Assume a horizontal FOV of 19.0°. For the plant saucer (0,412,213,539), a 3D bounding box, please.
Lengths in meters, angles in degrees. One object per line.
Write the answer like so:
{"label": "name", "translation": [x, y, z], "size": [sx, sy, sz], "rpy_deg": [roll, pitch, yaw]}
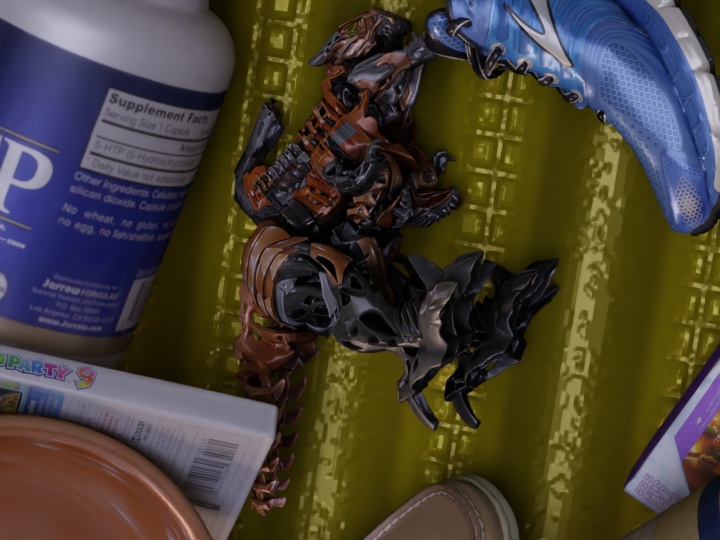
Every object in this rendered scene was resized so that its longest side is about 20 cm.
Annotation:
{"label": "plant saucer", "translation": [-0.147, 0.151, 0.833], "size": [0.199, 0.037, 0.202], "rpy_deg": [-4, 100, -23]}

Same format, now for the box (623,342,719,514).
{"label": "box", "translation": [0.225, 0.088, 0.858], "size": [0.199, 0.039, 0.137], "rpy_deg": [36, 105, 5]}

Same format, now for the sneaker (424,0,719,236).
{"label": "sneaker", "translation": [0.074, -0.094, 0.839], "size": [0.089, 0.079, 0.201], "rpy_deg": [-34, 82, 2]}

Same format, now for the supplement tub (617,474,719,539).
{"label": "supplement tub", "translation": [0.116, 0.174, 0.810], "size": [0.200, 0.144, 0.145], "rpy_deg": [-36, 90, 24]}

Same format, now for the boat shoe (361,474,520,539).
{"label": "boat shoe", "translation": [-0.010, 0.167, 0.895], "size": [0.074, 0.066, 0.201], "rpy_deg": [45, 107, 36]}

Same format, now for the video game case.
{"label": "video game case", "translation": [-0.145, 0.075, 0.871], "size": [0.199, 0.018, 0.143], "rpy_deg": [13, 144, -10]}

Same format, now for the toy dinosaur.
{"label": "toy dinosaur", "translation": [0.000, 0.000, 0.881], "size": [0.135, 0.102, 0.201], "rpy_deg": [24, 121, 24]}

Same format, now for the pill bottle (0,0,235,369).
{"label": "pill bottle", "translation": [-0.118, -0.070, 0.865], "size": [0.119, 0.120, 0.201], "rpy_deg": [24, 102, 8]}
